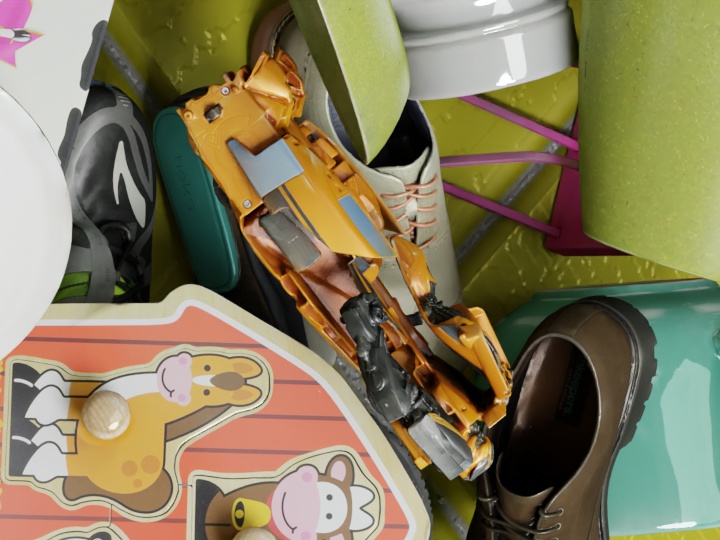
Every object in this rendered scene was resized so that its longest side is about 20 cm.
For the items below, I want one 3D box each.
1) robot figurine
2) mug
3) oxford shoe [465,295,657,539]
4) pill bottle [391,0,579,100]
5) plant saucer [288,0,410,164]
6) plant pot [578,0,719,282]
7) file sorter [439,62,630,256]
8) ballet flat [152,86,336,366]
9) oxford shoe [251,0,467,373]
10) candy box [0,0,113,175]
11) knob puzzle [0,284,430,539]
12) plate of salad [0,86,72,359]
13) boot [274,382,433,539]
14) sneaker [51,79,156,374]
[{"bbox_3d":[0.000,0.000,1.229,0.058,0.145,0.200,-36,94,7],"label":"robot figurine"},{"bbox_3d":[0.145,0.062,1.388,0.152,0.185,0.114,-3,89,-71],"label":"mug"},{"bbox_3d":[0.073,0.111,1.294,0.084,0.073,0.200,-12,112,-64],"label":"oxford shoe"},{"bbox_3d":[0.036,-0.181,1.272,0.111,0.111,0.200,-21,104,-35],"label":"pill bottle"},{"bbox_3d":[-0.021,-0.141,1.179,0.031,0.200,0.200,-22,106,-3],"label":"plant saucer"},{"bbox_3d":[0.168,-0.098,1.260,0.187,0.187,0.200,13,98,-37],"label":"plant pot"},{"bbox_3d":[0.120,-0.121,1.395,0.125,0.139,0.200,22,77,-34],"label":"file sorter"},{"bbox_3d":[-0.043,0.014,1.317,0.073,0.073,0.200,-12,95,-36],"label":"ballet flat"},{"bbox_3d":[0.008,-0.029,1.345,0.071,0.074,0.200,-29,106,-22],"label":"oxford shoe"},{"bbox_3d":[-0.180,-0.134,1.150,0.168,0.072,0.200,21,64,-18],"label":"candy box"},{"bbox_3d":[-0.070,0.102,1.189,0.220,0.030,0.220,1,79,-6],"label":"knob puzzle"},{"bbox_3d":[-0.208,-0.020,1.083,0.200,0.200,0.048,33,31,-32],"label":"plate of salad"},{"bbox_3d":[-0.022,0.153,1.255,0.132,0.070,0.200,-52,134,-35],"label":"boot"},{"bbox_3d":[-0.109,0.018,1.256,0.071,0.083,0.200,6,87,-37],"label":"sneaker"}]
